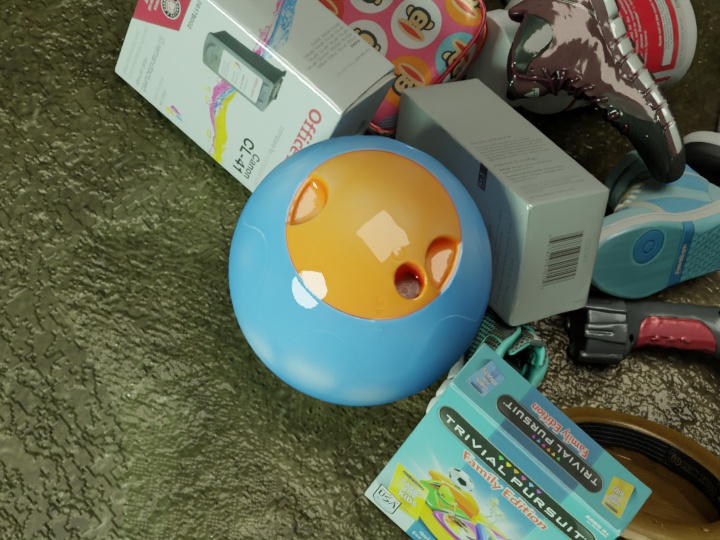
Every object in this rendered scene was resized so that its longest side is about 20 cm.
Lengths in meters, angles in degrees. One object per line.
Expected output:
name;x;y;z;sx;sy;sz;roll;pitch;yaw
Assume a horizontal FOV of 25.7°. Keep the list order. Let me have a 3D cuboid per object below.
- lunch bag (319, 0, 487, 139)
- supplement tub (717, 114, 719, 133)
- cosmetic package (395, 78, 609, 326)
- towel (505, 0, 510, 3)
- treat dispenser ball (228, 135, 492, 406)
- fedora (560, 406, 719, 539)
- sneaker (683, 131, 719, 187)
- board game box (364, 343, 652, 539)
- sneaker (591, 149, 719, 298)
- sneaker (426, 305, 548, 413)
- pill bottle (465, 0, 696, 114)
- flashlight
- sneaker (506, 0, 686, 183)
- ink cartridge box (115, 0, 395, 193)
lunch bag;-0.006;-0.208;1.350;0.200;0.082;0.177;41;91;6
supplement tub;0.447;-0.132;1.458;0.198;0.141;0.141;22;56;-6
cosmetic package;0.105;-0.060;1.264;0.080;0.114;0.200;-12;35;-27
towel;0.207;-0.352;1.531;0.198;0.086;0.167;-12;67;-25
treat dispenser ball;0.000;0.000;1.184;0.198;0.201;0.203;9;59;-15
fedora;0.207;0.183;1.206;0.198;0.083;0.201;15;24;-7
sneaker;0.352;-0.032;1.406;0.199;0.073;0.112;37;54;2
board game box;0.098;0.160;1.128;0.151;0.200;0.047;41;56;7
sneaker;0.232;-0.046;1.351;0.198;0.080;0.131;-8;38;-37
sneaker;0.115;0.065;1.242;0.077;0.091;0.202;35;45;-26
pill bottle;0.196;-0.205;1.426;0.198;0.113;0.113;-14;67;-27
flashlight;0.274;0.060;1.335;0.197;0.069;0.068;3;16;-14
sneaker;0.185;-0.147;1.326;0.115;0.076;0.202;-26;84;-7
ink cartridge box;-0.089;-0.163;1.275;0.200;0.148;0.086;42;49;8
